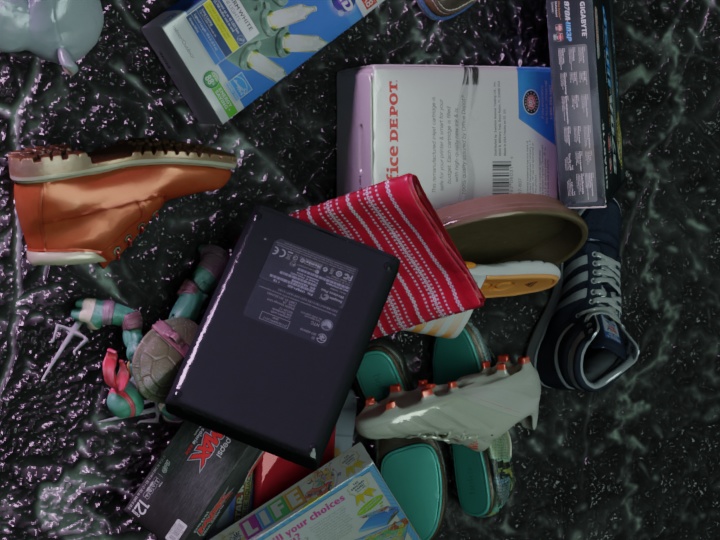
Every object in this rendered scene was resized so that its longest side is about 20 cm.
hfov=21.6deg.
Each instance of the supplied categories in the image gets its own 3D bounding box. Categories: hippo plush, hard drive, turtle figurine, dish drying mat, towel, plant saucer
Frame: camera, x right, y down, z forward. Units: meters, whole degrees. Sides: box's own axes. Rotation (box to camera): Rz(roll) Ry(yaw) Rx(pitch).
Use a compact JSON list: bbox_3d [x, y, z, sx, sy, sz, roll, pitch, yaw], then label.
[{"bbox_3d":[-0.259,-0.260,1.562,0.198,0.160,0.162,2,126,-12],"label":"hippo plush"},{"bbox_3d":[-0.065,0.055,1.610,0.139,0.033,0.201,21,65,5],"label":"hard drive"},{"bbox_3d":[-0.172,0.074,1.651,0.200,0.100,0.150,-41,123,-27],"label":"turtle figurine"},{"bbox_3d":[-0.060,0.164,1.723,0.076,0.018,0.202,0,97,-24],"label":"dish drying mat"},{"bbox_3d":[0.000,0.000,1.686,0.145,0.199,0.023,58,34,-20],"label":"towel"},{"bbox_3d":[0.111,-0.024,1.741,0.198,0.200,0.030,-1,67,-27],"label":"plant saucer"}]

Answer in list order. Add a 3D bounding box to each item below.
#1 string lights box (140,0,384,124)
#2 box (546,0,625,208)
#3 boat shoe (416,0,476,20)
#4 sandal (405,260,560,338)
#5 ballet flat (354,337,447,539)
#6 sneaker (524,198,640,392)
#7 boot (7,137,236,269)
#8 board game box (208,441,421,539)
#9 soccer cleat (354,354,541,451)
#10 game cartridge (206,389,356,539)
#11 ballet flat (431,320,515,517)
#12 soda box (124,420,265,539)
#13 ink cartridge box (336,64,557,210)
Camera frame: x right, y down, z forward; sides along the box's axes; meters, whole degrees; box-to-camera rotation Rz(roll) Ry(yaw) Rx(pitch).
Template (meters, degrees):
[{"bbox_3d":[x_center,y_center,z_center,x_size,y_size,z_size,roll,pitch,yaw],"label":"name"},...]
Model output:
[{"bbox_3d":[-0.084,-0.229,1.677,0.200,0.059,0.103,-39,110,-18],"label":"string lights box"},{"bbox_3d":[0.214,-0.169,1.788,0.046,0.159,0.202,-3,100,15],"label":"box"},{"bbox_3d":[0.131,-0.313,1.769,0.200,0.072,0.072,-49,114,-14],"label":"boat shoe"},{"bbox_3d":[0.096,0.029,1.747,0.205,0.079,0.060,-4,69,-18],"label":"sandal"},{"bbox_3d":[0.043,0.155,1.781,0.067,0.068,0.202,-11,100,12],"label":"ballet flat"},{"bbox_3d":[0.233,0.025,1.842,0.070,0.108,0.202,20,87,-28],"label":"sneaker"},{"bbox_3d":[-0.202,-0.059,1.636,0.198,0.075,0.108,-8,103,-17],"label":"boot"},{"bbox_3d":[-0.051,0.259,1.706,0.199,0.034,0.135,-32,128,-3],"label":"board game box"},{"bbox_3d":[0.086,0.134,1.728,0.199,0.069,0.078,-14,99,-31],"label":"soccer cleat"},{"bbox_3d":[-0.077,0.205,1.748,0.132,0.041,0.202,5,94,-32],"label":"game cartridge"},{"bbox_3d":[0.113,0.136,1.828,0.074,0.074,0.202,-11,103,-25],"label":"ballet flat"},{"bbox_3d":[-0.120,0.148,1.664,0.063,0.071,0.201,36,95,15],"label":"soda box"},{"bbox_3d":[0.080,-0.116,1.758,0.198,0.084,0.147,-1,93,-26],"label":"ink cartridge box"}]
